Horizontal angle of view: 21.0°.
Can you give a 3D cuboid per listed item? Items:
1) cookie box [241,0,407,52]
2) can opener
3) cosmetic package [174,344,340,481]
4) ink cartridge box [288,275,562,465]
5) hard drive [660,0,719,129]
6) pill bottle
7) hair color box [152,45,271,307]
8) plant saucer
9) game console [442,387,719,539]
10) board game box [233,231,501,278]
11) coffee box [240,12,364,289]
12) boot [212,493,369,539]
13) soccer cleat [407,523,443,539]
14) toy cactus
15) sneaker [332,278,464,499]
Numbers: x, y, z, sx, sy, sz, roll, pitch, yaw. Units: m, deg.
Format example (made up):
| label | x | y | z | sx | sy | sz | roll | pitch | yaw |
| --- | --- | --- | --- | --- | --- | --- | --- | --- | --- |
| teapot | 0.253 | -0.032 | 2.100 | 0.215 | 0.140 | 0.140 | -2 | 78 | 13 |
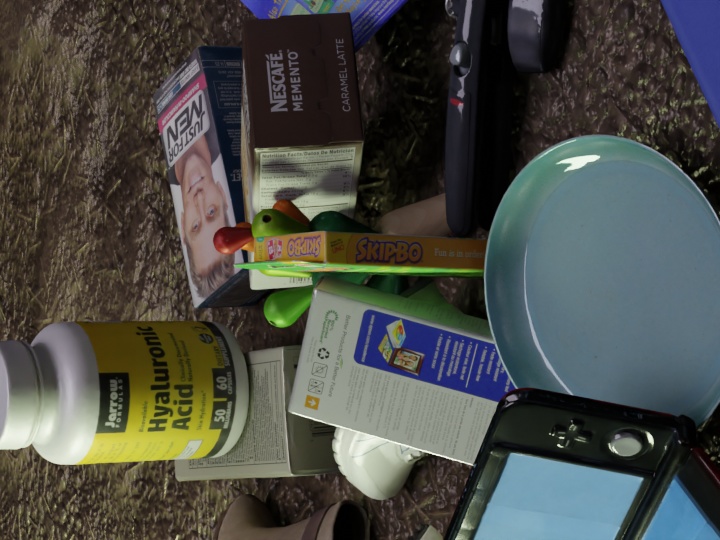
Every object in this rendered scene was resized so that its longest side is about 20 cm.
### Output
| label | x | y | z | sx | sy | sz | roll | pitch | yaw |
| --- | --- | --- | --- | --- | --- | --- | --- | --- | --- |
| cookie box | -0.040 | -0.262 | 1.402 | 0.200 | 0.075 | 0.171 | 45 | 142 | -5 |
| can opener | 0.084 | -0.119 | 1.317 | 0.079 | 0.063 | 0.201 | 35 | 120 | 52 |
| cosmetic package | -0.079 | 0.117 | 1.581 | 0.200 | 0.071 | 0.106 | -9 | 83 | 58 |
| ink cartridge box | 0.056 | 0.076 | 1.305 | 0.037 | 0.199 | 0.095 | -54 | -21 | -66 |
| hard drive | 0.230 | -0.164 | 1.116 | 0.132 | 0.025 | 0.201 | -51 | 50 | 46 |
| pill bottle | -0.197 | 0.095 | 1.514 | 0.111 | 0.199 | 0.112 | 0 | 90 | 58 |
| hair color box | -0.114 | -0.079 | 1.640 | 0.100 | 0.060 | 0.201 | -38 | 61 | 53 |
| plant saucer | 0.159 | 0.015 | 1.203 | 0.200 | 0.027 | 0.201 | 11 | 105 | 45 |
| game console | 0.143 | 0.188 | 1.170 | 0.119 | 0.172 | 0.200 | -87 | 11 | -48 |
| board game box | 0.022 | -0.009 | 1.291 | 0.095 | 0.199 | 0.030 | -4 | 88 | 58 |
| coffee box | -0.046 | -0.085 | 1.429 | 0.200 | 0.079 | 0.115 | 97 | 168 | -60 |
| boot | -0.051 | 0.227 | 1.548 | 0.146 | 0.070 | 0.200 | -43 | 34 | 31 |
| soccer cleat | 0.033 | 0.255 | 1.421 | 0.073 | 0.068 | 0.200 | 38 | 144 | 6 |
| toy cactus | 0.000 | 0.000 | 1.391 | 0.165 | 0.200 | 0.102 | -29 | 42 | 14 |
| sneaker | 0.039 | 0.102 | 1.394 | 0.087 | 0.074 | 0.200 | 36 | 137 | 21 |
